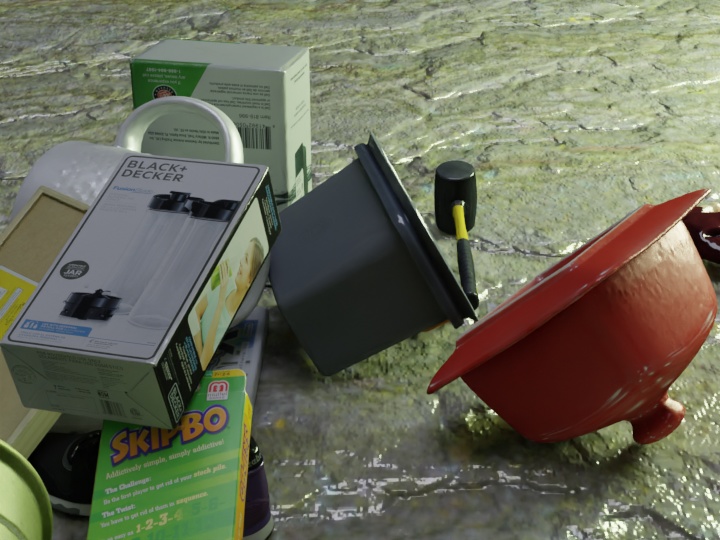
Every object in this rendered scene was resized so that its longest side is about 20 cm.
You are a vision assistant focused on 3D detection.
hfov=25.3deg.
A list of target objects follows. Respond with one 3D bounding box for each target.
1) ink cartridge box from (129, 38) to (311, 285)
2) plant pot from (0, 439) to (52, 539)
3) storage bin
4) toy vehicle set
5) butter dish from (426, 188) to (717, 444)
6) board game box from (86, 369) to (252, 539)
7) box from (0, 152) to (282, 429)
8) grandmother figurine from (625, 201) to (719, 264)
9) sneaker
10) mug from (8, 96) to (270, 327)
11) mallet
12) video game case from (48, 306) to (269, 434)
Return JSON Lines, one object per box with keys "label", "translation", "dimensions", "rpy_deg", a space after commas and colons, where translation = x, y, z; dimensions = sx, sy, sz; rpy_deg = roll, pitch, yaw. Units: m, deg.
{"label": "ink cartridge box", "translation": [-0.121, -0.098, 1.440], "dimensions": [0.146, 0.201, 0.083], "rpy_deg": [6, 23, 14]}
{"label": "plant pot", "translation": [-0.243, 0.214, 0.841], "dimensions": [0.199, 0.201, 0.190], "rpy_deg": [-10, 40, -17]}
{"label": "storage bin", "translation": [0.000, 0.000, 1.326], "dimensions": [0.134, 0.146, 0.200], "rpy_deg": [-30, 27, 4]}
{"label": "toy vehicle set", "translation": [-0.241, 0.039, 1.162], "dimensions": [0.124, 0.027, 0.200], "rpy_deg": [24, 66, 27]}
{"label": "butter dish", "translation": [0.182, 0.059, 1.173], "dimensions": [0.200, 0.148, 0.199], "rpy_deg": [-36, -3, 42]}
{"label": "board game box", "translation": [-0.121, 0.153, 1.000], "dimensions": [0.095, 0.030, 0.201], "rpy_deg": [-4, 56, 8]}
{"label": "box", "translation": [-0.142, 0.008, 1.077], "dimensions": [0.116, 0.060, 0.200], "rpy_deg": [7, 44, 20]}
{"label": "grandmother figurine", "translation": [0.330, -0.035, 1.449], "dimensions": [0.199, 0.061, 0.121], "rpy_deg": [-2, 17, -8]}
{"label": "sneaker", "translation": [-0.149, 0.123, 1.103], "dimensions": [0.199, 0.088, 0.076], "rpy_deg": [10, 28, 24]}
{"label": "mug", "translation": [-0.161, -0.042, 1.285], "dimensions": [0.174, 0.201, 0.148], "rpy_deg": [12, -7, 24]}
{"label": "mallet", "translation": [0.092, -0.035, 1.450], "dimensions": [0.041, 0.066, 0.200], "rpy_deg": [-3, 26, 0]}
{"label": "video game case", "translation": [-0.171, 0.081, 1.272], "dimensions": [0.181, 0.022, 0.200], "rpy_deg": [-1, 26, 2]}
